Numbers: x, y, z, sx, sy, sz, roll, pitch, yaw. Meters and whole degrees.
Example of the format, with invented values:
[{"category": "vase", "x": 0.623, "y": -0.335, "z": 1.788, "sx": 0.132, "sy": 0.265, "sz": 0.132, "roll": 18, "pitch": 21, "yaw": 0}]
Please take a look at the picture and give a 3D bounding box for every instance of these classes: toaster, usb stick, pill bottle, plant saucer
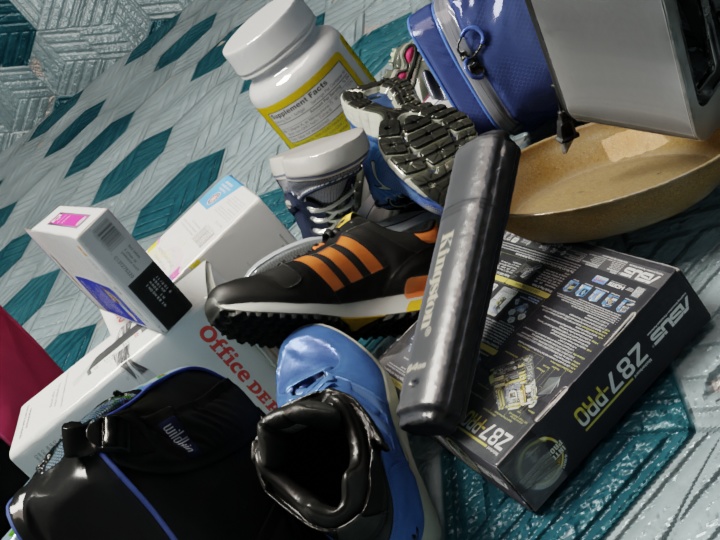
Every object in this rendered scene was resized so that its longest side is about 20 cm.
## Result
[{"category": "toaster", "x": 0.198, "y": -0.198, "z": 0.764, "sx": 0.118, "sy": 0.201, "sz": 0.181, "roll": 21, "pitch": 62, "yaw": 41}, {"category": "usb stick", "x": 0.062, "y": 0.005, "z": 0.733, "sx": 0.055, "sy": 0.032, "sz": 0.202, "roll": -16, "pitch": 54, "yaw": 52}, {"category": "pill bottle", "x": -0.040, "y": -0.172, "z": 1.175, "sx": 0.114, "sy": 0.200, "sz": 0.115, "roll": -33, "pitch": 24, "yaw": 17}, {"category": "plant saucer", "x": 0.172, "y": -0.064, "z": 0.807, "sx": 0.199, "sy": 0.036, "sz": 0.200, "roll": -18, "pitch": 18, "yaw": 6}]

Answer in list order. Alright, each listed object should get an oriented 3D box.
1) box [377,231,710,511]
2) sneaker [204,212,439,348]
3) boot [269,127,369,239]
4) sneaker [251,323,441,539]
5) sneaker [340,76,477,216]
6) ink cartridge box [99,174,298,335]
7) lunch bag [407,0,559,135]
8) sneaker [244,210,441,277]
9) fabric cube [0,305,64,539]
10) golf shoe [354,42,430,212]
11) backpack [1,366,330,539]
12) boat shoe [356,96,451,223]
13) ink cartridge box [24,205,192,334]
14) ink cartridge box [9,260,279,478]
[{"category": "box", "x": 0.105, "y": 0.050, "z": 0.756, "sx": 0.161, "sy": 0.049, "sz": 0.200, "roll": -44, "pitch": 23, "yaw": -10}, {"category": "sneaker", "x": -0.022, "y": 0.002, "z": 0.858, "sx": 0.070, "sy": 0.198, "sz": 0.091, "roll": 132, "pitch": 132, "yaw": -60}, {"category": "boot", "x": -0.023, "y": -0.061, "z": 0.950, "sx": 0.072, "sy": 0.091, "sz": 0.200, "roll": -22, "pitch": 8, "yaw": -7}, {"category": "sneaker", "x": -0.024, "y": 0.090, "z": 0.723, "sx": 0.076, "sy": 0.111, "sz": 0.201, "roll": -33, "pitch": 47, "yaw": 10}, {"category": "sneaker", "x": 0.045, "y": -0.087, "z": 0.939, "sx": 0.078, "sy": 0.090, "sz": 0.200, "roll": -19, "pitch": 30, "yaw": -9}, {"category": "ink cartridge box", "x": -0.140, "y": 0.033, "z": 1.065, "sx": 0.200, "sy": 0.125, "sz": 0.129, "roll": -44, "pitch": 23, "yaw": -3}, {"category": "lunch bag", "x": 0.125, "y": -0.184, "z": 0.977, "sx": 0.132, "sy": 0.137, "sz": 0.200, "roll": -30, "pitch": 0, "yaw": 27}, {"category": "sneaker", "x": 0.000, "y": 0.000, "z": 0.938, "sx": 0.198, "sy": 0.074, "sz": 0.071, "roll": -14, "pitch": 3, "yaw": -12}, {"category": "fabric cube", "x": -0.332, "y": 0.186, "z": 1.006, "sx": 0.196, "sy": 0.200, "sz": 0.200, "roll": -39, "pitch": 21, "yaw": 5}, {"category": "golf shoe", "x": 0.045, "y": -0.115, "z": 1.099, "sx": 0.077, "sy": 0.087, "sz": 0.202, "roll": 81, "pitch": -153, "yaw": -79}, {"category": "backpack", "x": -0.115, "y": 0.161, "z": 0.723, "sx": 0.147, "sy": 0.183, "sz": 0.200, "roll": -39, "pitch": 2, "yaw": 19}, {"category": "boat shoe", "x": 0.070, "y": -0.088, "z": 1.037, "sx": 0.065, "sy": 0.073, "sz": 0.201, "roll": 7, "pitch": 62, "yaw": 56}, {"category": "ink cartridge box", "x": -0.199, "y": -0.004, "z": 0.897, "sx": 0.037, "sy": 0.095, "sz": 0.200, "roll": -46, "pitch": 21, "yaw": -18}, {"category": "ink cartridge box", "x": -0.148, "y": 0.113, "z": 0.913, "sx": 0.199, "sy": 0.145, "sz": 0.084, "roll": -37, "pitch": 23, "yaw": 7}]
